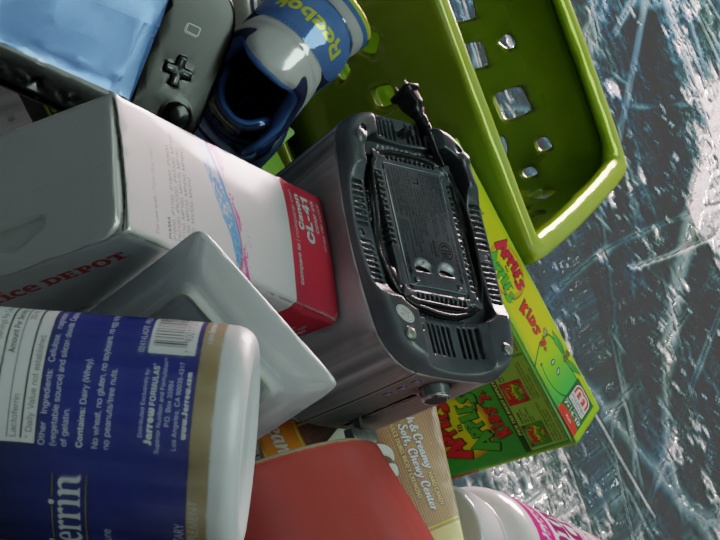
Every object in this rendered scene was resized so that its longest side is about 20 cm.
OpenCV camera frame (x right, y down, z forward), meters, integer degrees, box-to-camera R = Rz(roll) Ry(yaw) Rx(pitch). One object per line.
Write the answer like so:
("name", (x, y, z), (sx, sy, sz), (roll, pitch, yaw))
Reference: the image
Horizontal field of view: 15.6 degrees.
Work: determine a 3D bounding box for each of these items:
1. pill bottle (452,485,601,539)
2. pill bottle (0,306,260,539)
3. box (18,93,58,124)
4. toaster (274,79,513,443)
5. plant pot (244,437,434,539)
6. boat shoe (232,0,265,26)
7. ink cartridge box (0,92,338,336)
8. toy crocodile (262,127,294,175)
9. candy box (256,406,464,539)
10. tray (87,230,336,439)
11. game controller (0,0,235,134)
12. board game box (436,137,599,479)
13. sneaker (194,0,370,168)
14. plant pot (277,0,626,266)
("pill bottle", (0.090, 0.207, 1.744), (0.200, 0.113, 0.114), (29, 52, -53))
("pill bottle", (-0.152, 0.076, 1.271), (0.116, 0.200, 0.116), (4, 90, -88))
("box", (-0.168, -0.188, 1.556), (0.193, 0.047, 0.200), (65, 29, -22))
("toaster", (0.000, 0.000, 1.542), (0.114, 0.129, 0.200), (10, 58, -43))
("plant pot", (-0.029, 0.201, 1.476), (0.200, 0.200, 0.178), (4, 63, -60))
("boat shoe", (-0.017, -0.214, 1.715), (0.200, 0.093, 0.075), (-64, 152, -50))
("ink cartridge box", (-0.128, -0.010, 1.432), (0.200, 0.147, 0.086), (29, 49, -53))
("toy crocodile", (-0.044, 0.003, 1.663), (0.067, 0.062, 0.200), (-19, 93, -61))
("candy box", (0.001, 0.166, 1.606), (0.115, 0.055, 0.200), (-10, 82, -16))
("tray", (-0.103, 0.059, 1.377), (0.107, 0.200, 0.022), (49, 49, -5))
("game controller", (-0.166, -0.144, 1.451), (0.200, 0.042, 0.104), (23, 93, -26))
("board game box", (0.057, 0.026, 1.650), (0.200, 0.101, 0.048), (61, 34, -14))
("sneaker", (-0.073, -0.100, 1.555), (0.074, 0.200, 0.082), (41, 51, -1))
("plant pot", (0.040, -0.102, 1.742), (0.199, 0.181, 0.200), (-40, 111, -60))
